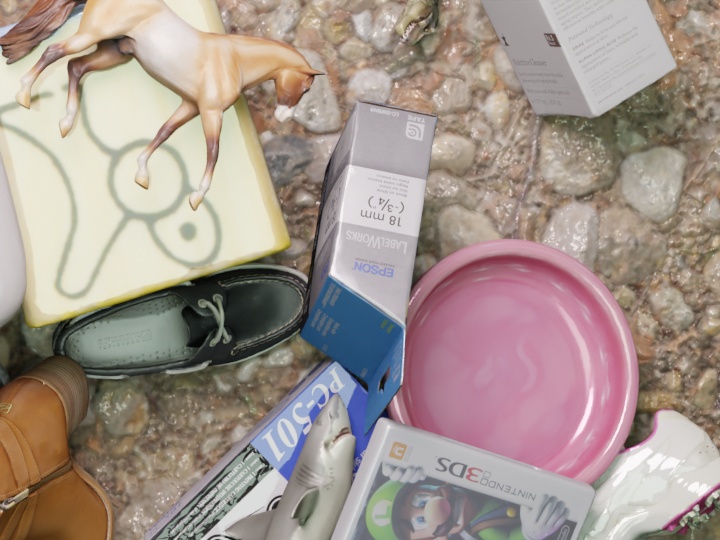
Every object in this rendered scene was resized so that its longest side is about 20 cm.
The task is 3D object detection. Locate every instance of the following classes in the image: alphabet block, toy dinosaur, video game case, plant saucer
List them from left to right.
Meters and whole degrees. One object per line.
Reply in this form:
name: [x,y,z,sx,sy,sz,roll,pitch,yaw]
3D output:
alphabet block: [-0.169,-0.086,1.606,0.194,0.196,0.201,-16,94,-2]
toy dinosaur: [0.057,-0.267,1.689,0.088,0.047,0.201,30,87,-16]
video game case: [0.057,0.224,1.635,0.181,0.023,0.201,19,96,-24]
plant saucer: [0.108,0.079,1.690,0.199,0.051,0.202,2,83,-17]

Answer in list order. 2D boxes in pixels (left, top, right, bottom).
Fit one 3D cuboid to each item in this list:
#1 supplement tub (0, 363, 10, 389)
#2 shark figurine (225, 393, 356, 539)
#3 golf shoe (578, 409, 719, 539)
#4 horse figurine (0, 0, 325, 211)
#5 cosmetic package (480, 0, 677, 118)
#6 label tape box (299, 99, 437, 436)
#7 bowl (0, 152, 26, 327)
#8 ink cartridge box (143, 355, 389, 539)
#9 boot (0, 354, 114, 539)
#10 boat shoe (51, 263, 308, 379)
supplement tub: [-0.358,0.049,1.636,0.122,0.123,0.200,-42,95,-1]
shark figurine: [-0.073,0.197,1.633,0.089,0.215,0.129,7,127,32]
golf shoe: [0.187,0.184,1.720,0.200,0.075,0.092,-34,72,1]
horse figurine: [-0.138,-0.130,1.480,0.199,0.050,0.133,30,78,0]
cosmetic package: [0.136,-0.216,1.643,0.081,0.113,0.201,-33,104,-14]
label tape box: [0.000,0.000,1.617,0.063,0.144,0.201,11,70,-7]
bowl: [-0.302,-0.046,1.509,0.199,0.075,0.201,-8,100,41]
ink cartridge box: [-0.060,0.165,1.704,0.200,0.044,0.094,-44,97,-1]
boot: [-0.244,0.174,1.619,0.073,0.155,0.201,3,114,19]
boat shoe: [-0.130,0.040,1.683,0.199,0.060,0.074,-8,94,-4]
